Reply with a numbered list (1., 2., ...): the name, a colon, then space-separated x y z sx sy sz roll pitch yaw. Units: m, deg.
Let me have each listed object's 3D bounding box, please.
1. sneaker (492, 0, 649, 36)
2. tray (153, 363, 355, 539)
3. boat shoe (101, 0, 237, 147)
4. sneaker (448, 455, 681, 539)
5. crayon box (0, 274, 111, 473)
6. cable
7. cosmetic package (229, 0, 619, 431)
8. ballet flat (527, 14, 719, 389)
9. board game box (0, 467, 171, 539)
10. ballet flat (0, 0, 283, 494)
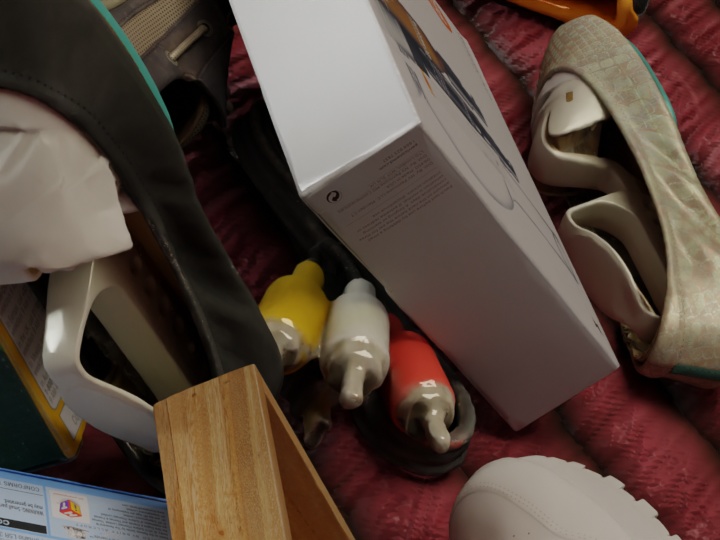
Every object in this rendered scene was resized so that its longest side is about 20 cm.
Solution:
1. sneaker: 0.053 -0.166 1.101 0.199 0.078 0.078 17 44 -16
2. tray: -0.013 0.130 0.641 0.201 0.037 0.099 -105 170 -48
3. boat shoe: -0.087 -0.072 0.887 0.074 0.074 0.200 59 31 -2
4. sneaker: 0.066 0.134 0.718 0.080 0.077 0.200 -4 44 -27
5. crayon box: -0.135 -0.052 0.720 0.126 0.051 0.201 -75 145 -56
6. cable: 0.000 0.000 0.861 0.097 0.050 0.201 24 33 -19
7. cosmetic package: 0.013 -0.059 0.882 0.151 0.051 0.201 50 13 -43
8. ballet flat: 0.102 -0.035 0.974 0.062 0.068 0.201 -2 44 -25
9. board game box: -0.103 0.130 0.622 0.150 0.037 0.201 14 36 -23
10. ballet flat: -0.076 -0.009 0.680 0.200 0.068 0.069 59 36 -38
